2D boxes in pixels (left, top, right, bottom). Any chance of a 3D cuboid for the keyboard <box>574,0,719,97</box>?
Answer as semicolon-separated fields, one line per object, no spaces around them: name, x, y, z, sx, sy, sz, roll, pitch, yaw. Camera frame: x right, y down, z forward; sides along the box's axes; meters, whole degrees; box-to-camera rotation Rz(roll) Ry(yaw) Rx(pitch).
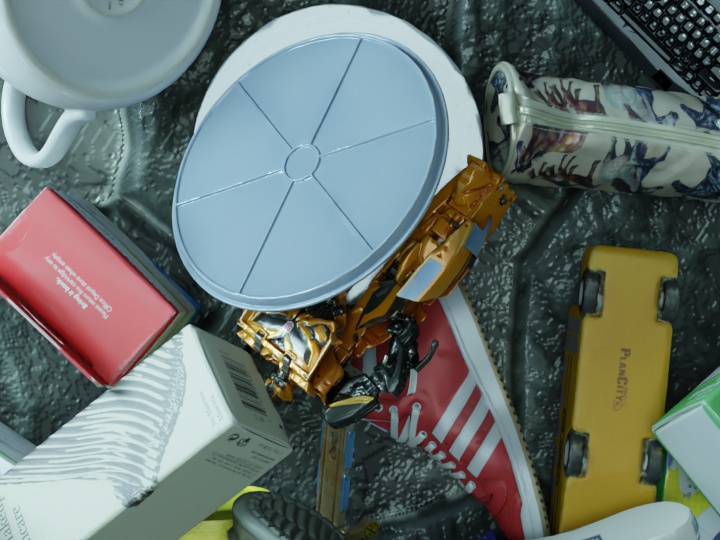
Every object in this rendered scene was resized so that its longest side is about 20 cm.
keyboard;0.243;-0.166;1.263;0.200;0.040;0.104;44;91;0

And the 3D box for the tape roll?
tape roll;-0.014;-0.078;1.254;0.198;0.066;0.203;0;89;1

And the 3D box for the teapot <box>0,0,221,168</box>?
teapot;-0.196;-0.201;1.222;0.200;0.146;0.198;-45;123;-18

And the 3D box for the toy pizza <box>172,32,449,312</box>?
toy pizza;-0.031;-0.061;1.163;0.198;0.032;0.202;-15;57;23

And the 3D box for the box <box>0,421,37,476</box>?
box;-0.313;0.169;1.244;0.199;0.097;0.177;34;93;1

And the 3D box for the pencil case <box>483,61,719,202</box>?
pencil case;0.175;-0.088;1.215;0.198;0.089;0.079;6;74;-13

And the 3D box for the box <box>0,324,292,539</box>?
box;-0.144;0.128;1.123;0.200;0.068;0.083;-39;56;15

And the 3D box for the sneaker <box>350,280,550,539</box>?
sneaker;0.053;0.116;1.250;0.111;0.071;0.202;-21;83;-2

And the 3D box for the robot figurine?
robot figurine;0.000;0.000;1.170;0.145;0.058;0.201;35;83;35

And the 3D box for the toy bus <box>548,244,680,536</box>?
toy bus;0.171;0.086;1.244;0.064;0.078;0.202;5;90;-2

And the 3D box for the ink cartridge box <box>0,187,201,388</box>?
ink cartridge box;-0.174;0.011;1.188;0.116;0.200;0.067;43;90;0

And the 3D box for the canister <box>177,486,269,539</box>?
canister;-0.102;0.254;1.215;0.086;0.149;0.202;-1;92;0

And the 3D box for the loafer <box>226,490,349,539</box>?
loafer;-0.015;0.220;1.130;0.200;0.075;0.070;45;106;-3

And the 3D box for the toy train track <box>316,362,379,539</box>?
toy train track;-0.010;0.151;1.234;0.032;0.114;0.202;-17;123;-38

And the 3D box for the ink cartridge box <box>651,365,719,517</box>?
ink cartridge box;0.314;0.093;1.198;0.200;0.084;0.146;-38;85;-25

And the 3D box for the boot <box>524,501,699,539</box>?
boot;0.130;0.222;1.183;0.198;0.073;0.091;-15;106;5

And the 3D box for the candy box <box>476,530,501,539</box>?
candy box;0.091;0.309;1.246;0.169;0.077;0.200;-40;89;-2

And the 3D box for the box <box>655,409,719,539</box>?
box;0.249;0.201;1.254;0.116;0.048;0.202;5;92;-7
